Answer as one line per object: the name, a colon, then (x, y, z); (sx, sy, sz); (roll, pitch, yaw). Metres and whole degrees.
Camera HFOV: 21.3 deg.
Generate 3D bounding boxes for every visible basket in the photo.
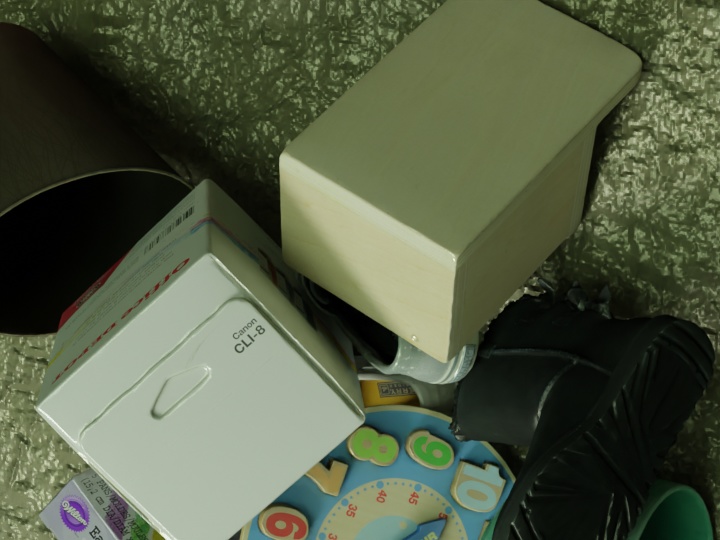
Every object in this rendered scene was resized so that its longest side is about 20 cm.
basket: (-0.229, -0.073, 1.331); (0.200, 0.180, 0.136); (55, 154, 39)

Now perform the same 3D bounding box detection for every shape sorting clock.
shape sorting clock: (0.020, 0.186, 1.221); (0.039, 0.200, 0.201); (-179, 73, -69)

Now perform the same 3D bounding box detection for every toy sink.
toy sink: (0.063, -0.063, 1.168); (0.130, 0.200, 0.112); (31, 147, 22)

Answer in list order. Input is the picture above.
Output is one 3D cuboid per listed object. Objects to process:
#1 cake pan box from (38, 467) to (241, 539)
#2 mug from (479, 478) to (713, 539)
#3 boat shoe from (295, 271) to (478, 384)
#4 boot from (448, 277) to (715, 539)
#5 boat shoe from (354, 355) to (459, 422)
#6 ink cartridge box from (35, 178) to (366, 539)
cake pan box: (-0.101, 0.199, 1.317); (0.200, 0.184, 0.052); (51, 120, 13)
mug: (0.135, 0.213, 1.178); (0.114, 0.152, 0.186); (8, 94, 32)
boat shoe: (0.000, 0.001, 1.227); (0.201, 0.071, 0.070); (49, 125, 45)
boot: (0.107, 0.094, 1.135); (0.073, 0.198, 0.162); (44, 162, -26)
boat shoe: (-0.023, 0.097, 1.306); (0.200, 0.070, 0.071); (-11, 97, 35)
ink cartridge box: (-0.099, 0.058, 1.207); (0.145, 0.200, 0.145); (-41, 103, 8)
